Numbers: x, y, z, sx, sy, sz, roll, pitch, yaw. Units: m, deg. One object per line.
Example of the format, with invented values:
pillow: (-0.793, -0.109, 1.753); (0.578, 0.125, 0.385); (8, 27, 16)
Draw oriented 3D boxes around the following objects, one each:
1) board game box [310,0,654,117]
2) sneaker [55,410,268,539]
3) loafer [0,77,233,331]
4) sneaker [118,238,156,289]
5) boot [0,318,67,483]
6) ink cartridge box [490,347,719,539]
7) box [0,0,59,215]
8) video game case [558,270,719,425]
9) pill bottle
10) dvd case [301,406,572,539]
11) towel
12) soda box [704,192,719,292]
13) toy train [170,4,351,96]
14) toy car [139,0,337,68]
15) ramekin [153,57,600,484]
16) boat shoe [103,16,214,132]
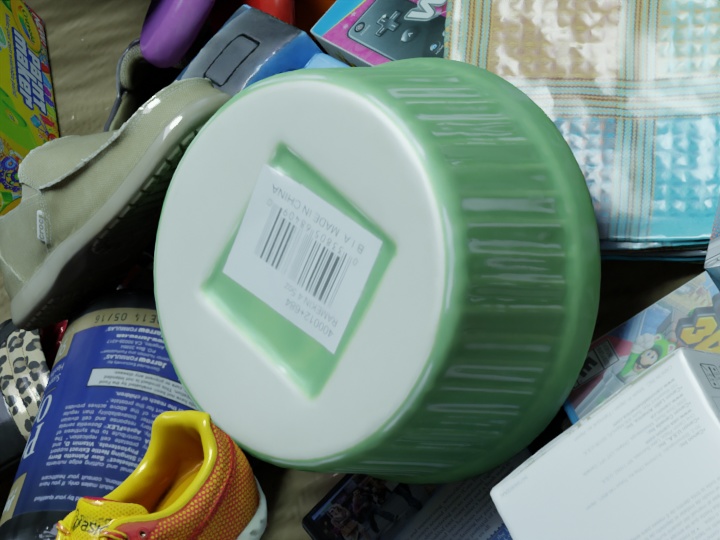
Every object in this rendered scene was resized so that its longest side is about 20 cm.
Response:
board game box: (0.087, -0.130, 1.396); (0.148, 0.064, 0.200); (-49, 38, -7)
sneaker: (-0.116, 0.143, 1.155); (0.073, 0.077, 0.200); (-2, 44, 39)
loafer: (-0.128, -0.040, 1.311); (0.200, 0.076, 0.068); (-42, 75, 43)
sneaker: (-0.097, -0.001, 1.407); (0.200, 0.082, 0.077); (-23, 41, 52)
boot: (-0.226, 0.067, 1.494); (0.151, 0.073, 0.200); (-32, 33, 10)
ink cartridge box: (0.143, 0.143, 1.070); (0.109, 0.050, 0.200); (-40, 63, 26)
box: (-0.289, -0.119, 1.624); (0.122, 0.193, 0.200); (-33, 40, 16)
video game case: (0.189, 0.037, 1.168); (0.200, 0.018, 0.143); (-33, 38, 6)
pill bottle: (-0.116, 0.118, 1.313); (0.112, 0.112, 0.200); (-12, 48, 35)
dvd case: (0.067, 0.118, 1.222); (0.143, 0.018, 0.200); (-45, 38, 0)
towel: (0.110, -0.100, 1.288); (0.147, 0.022, 0.200); (-1, 71, 12)
soda box: (0.208, -0.059, 1.186); (0.068, 0.064, 0.200); (-12, 42, 31)
toy train: (-0.012, -0.061, 1.379); (0.087, 0.114, 0.200); (-50, 38, -6)
toy car: (-0.079, -0.179, 1.495); (0.175, 0.200, 0.150); (155, 128, -68)
ramekin: (0.000, 0.000, 1.221); (0.200, 0.098, 0.200); (-1, 89, 39)
boat shoe: (-0.108, -0.109, 1.552); (0.072, 0.065, 0.200); (-16, 45, 34)
